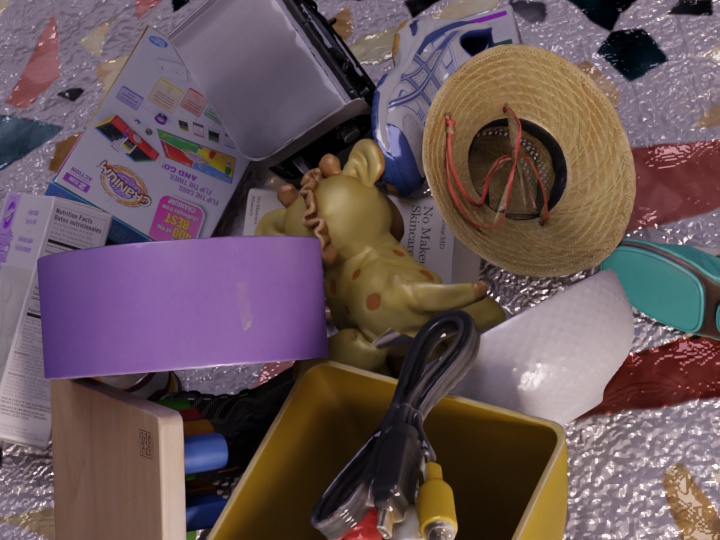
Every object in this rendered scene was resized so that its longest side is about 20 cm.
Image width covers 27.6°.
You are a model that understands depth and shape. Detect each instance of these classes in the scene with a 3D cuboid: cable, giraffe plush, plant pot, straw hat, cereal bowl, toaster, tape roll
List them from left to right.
[{"bbox_3d":[-0.123,0.027,1.024,0.199,0.200,0.086,-5,88,18],"label":"tape roll"},{"bbox_3d":[-0.061,-0.167,1.293,0.118,0.181,0.201,-36,71,9],"label":"toaster"},{"bbox_3d":[0.000,0.000,1.122,0.172,0.200,0.163,-28,72,-3],"label":"giraffe plush"},{"bbox_3d":[0.030,0.208,0.993,0.199,0.177,0.201,13,59,29],"label":"plant pot"},{"bbox_3d":[0.029,0.114,0.940,0.097,0.050,0.201,-18,33,30],"label":"cable"},{"bbox_3d":[0.114,-0.076,1.165,0.085,0.201,0.202,-28,28,58],"label":"straw hat"},{"bbox_3d":[0.118,0.081,1.075,0.199,0.200,0.084,-29,84,-3],"label":"cereal bowl"}]

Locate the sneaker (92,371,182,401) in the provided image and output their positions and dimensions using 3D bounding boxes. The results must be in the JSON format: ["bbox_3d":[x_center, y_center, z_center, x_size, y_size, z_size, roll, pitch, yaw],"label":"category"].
[{"bbox_3d":[-0.236,0.053,1.282,0.199,0.090,0.075,29,67,36],"label":"sneaker"}]

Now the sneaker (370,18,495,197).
[{"bbox_3d":[0.065,-0.146,1.229,0.088,0.075,0.201,-2,50,18],"label":"sneaker"}]

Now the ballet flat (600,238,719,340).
[{"bbox_3d":[0.283,0.019,1.135,0.199,0.068,0.070,26,41,35],"label":"ballet flat"}]

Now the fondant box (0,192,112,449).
[{"bbox_3d":[-0.284,0.038,1.243,0.144,0.058,0.201,8,80,61],"label":"fondant box"}]

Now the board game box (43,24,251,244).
[{"bbox_3d":[-0.182,-0.111,1.370,0.153,0.040,0.201,31,59,-9],"label":"board game box"}]

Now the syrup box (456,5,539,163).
[{"bbox_3d":[0.120,-0.137,1.307,0.081,0.079,0.201,-13,49,11],"label":"syrup box"}]

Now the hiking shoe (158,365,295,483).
[{"bbox_3d":[-0.122,0.122,1.191,0.199,0.076,0.101,-32,51,-5],"label":"hiking shoe"}]

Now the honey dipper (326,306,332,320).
[{"bbox_3d":[-0.050,0.039,1.263,0.199,0.038,0.038,-2,51,14],"label":"honey dipper"}]

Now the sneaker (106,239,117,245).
[{"bbox_3d":[-0.212,-0.107,1.409,0.070,0.076,0.201,5,54,40],"label":"sneaker"}]

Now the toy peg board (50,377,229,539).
[{"bbox_3d":[-0.139,0.181,1.047,0.097,0.202,0.199,-5,7,-32],"label":"toy peg board"}]

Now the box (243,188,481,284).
[{"bbox_3d":[0.001,-0.024,1.251,0.199,0.068,0.083,3,86,25],"label":"box"}]
